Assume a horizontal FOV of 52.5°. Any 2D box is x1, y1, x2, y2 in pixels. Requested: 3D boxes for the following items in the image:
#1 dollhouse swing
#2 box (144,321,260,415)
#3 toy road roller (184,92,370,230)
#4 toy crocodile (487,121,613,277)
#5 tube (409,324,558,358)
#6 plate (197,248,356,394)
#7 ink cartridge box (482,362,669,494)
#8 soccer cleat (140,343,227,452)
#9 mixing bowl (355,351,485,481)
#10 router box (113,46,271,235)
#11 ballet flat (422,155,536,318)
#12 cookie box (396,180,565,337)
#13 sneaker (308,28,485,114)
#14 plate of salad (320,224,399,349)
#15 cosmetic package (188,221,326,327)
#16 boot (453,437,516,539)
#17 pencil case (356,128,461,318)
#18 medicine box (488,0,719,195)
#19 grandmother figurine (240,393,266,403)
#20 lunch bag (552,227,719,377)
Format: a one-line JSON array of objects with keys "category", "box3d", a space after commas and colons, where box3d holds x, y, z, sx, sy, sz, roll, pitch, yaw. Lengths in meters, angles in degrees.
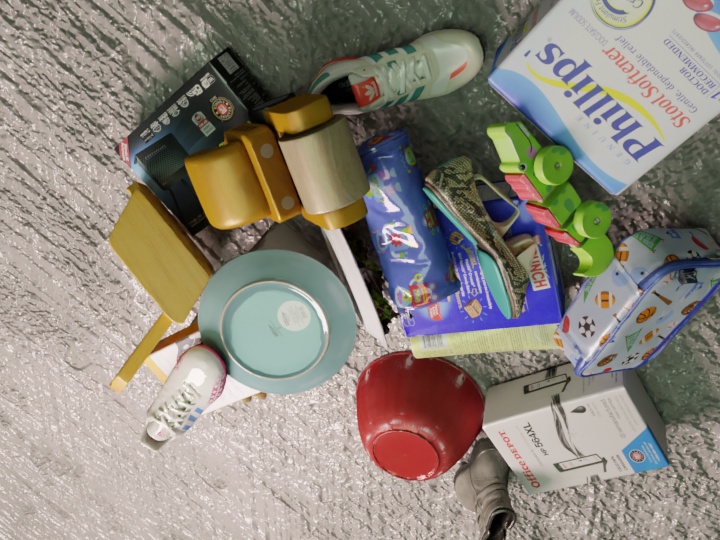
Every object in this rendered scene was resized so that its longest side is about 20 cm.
[{"category": "dollhouse swing", "box3d": [-0.282, 0.017, 0.905, 0.176, 0.200, 0.182, -39, 100, -5]}, {"category": "box", "box3d": [-0.187, 0.120, 0.983, 0.200, 0.042, 0.119, -25, 112, 28]}, {"category": "toy road roller", "box3d": [-0.094, -0.101, 0.760, 0.146, 0.200, 0.123, -28, 112, -17]}, {"category": "toy crocodile", "box3d": [0.196, -0.074, 0.752, 0.062, 0.067, 0.200, -48, 115, -8]}, {"category": "tube", "box3d": [0.166, 0.082, 0.964, 0.199, 0.052, 0.058, -8, 161, 19]}, {"category": "plate", "box3d": [-0.104, 0.071, 0.898, 0.199, 0.026, 0.201, 1, 112, 3]}, {"category": "ink cartridge box", "box3d": [0.286, 0.208, 0.980, 0.199, 0.084, 0.146, -24, 112, 29]}, {"category": "soccer cleat", "box3d": [-0.231, 0.173, 0.941, 0.070, 0.086, 0.200, 35, 134, -2]}, {"category": "mixing bowl", "box3d": [0.074, 0.227, 1.049, 0.199, 0.108, 0.201, 9, 124, 13]}, {"category": "router box", "box3d": [-0.187, -0.154, 0.909, 0.200, 0.062, 0.150, -30, 110, 32]}, {"category": "ballet flat", "box3d": [0.145, -0.038, 0.788, 0.075, 0.068, 0.200, -36, 111, 0]}, {"category": "cookie box", "box3d": [0.135, -0.013, 0.887, 0.199, 0.075, 0.172, -7, 117, 22]}, {"category": "sneaker", "box3d": [0.034, -0.202, 0.785, 0.199, 0.094, 0.071, -6, 120, 22]}, {"category": "plate of salad", "box3d": [0.000, 0.000, 0.887, 0.048, 0.200, 0.201, -23, 117, -5]}, {"category": "cosmetic package", "box3d": [-0.146, 0.036, 0.998, 0.087, 0.104, 0.200, 39, 127, -11]}, {"category": "boot", "box3d": [0.177, 0.343, 1.059, 0.067, 0.131, 0.200, 5, 139, -1]}, {"category": "pencil case", "box3d": [0.044, -0.053, 0.807, 0.087, 0.078, 0.201, -11, 107, 32]}, {"category": "medicine box", "box3d": [0.258, -0.210, 0.701, 0.182, 0.103, 0.200, 39, 125, -9]}, {"category": "grandmother figurine", "box3d": [-0.109, 0.108, 1.041, 0.061, 0.121, 0.200, 48, 112, 15]}, {"category": "lunch bag", "box3d": [0.324, 0.036, 0.827, 0.160, 0.076, 0.200, 0, 136, -32]}]
